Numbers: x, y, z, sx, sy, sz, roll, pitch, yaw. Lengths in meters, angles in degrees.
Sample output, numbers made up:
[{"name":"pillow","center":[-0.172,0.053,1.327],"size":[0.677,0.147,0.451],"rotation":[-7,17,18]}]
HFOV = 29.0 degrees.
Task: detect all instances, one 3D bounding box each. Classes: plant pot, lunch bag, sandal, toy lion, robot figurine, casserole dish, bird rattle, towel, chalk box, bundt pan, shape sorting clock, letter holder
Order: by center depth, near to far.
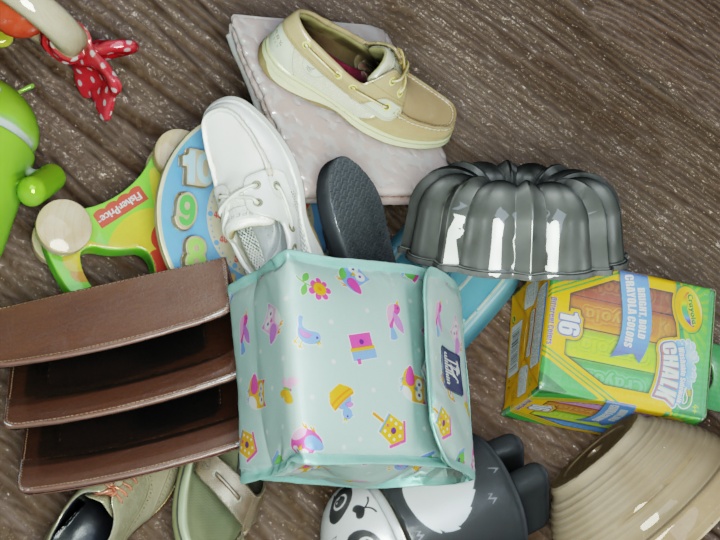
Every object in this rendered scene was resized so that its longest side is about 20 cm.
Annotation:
[{"name":"lunch bag","center":[0.008,0.083,1.089],"size":[0.199,0.122,0.172],"rotation":[7,68,-32]},{"name":"letter holder","center":[-0.190,0.087,1.125],"size":[0.198,0.101,0.142],"rotation":[-13,34,-1]},{"name":"sandal","center":[-0.113,0.174,1.176],"size":[0.080,0.057,0.202],"rotation":[23,60,-50]},{"name":"plant pot","center":[0.227,0.188,1.177],"size":[0.201,0.201,0.093],"rotation":[-40,86,-20]},{"name":"robot figurine","center":[0.063,0.211,1.179],"size":[0.199,0.150,0.126],"rotation":[-21,91,-17]},{"name":"bundt pan","center":[0.133,-0.049,1.191],"size":[0.200,0.202,0.076],"rotation":[0,103,-11]},{"name":"sandal","center":[0.000,0.001,1.193],"size":[0.076,0.043,0.201],"rotation":[-46,123,-49]},{"name":"robot figurine","center":[-0.346,-0.082,1.195],"size":[0.174,0.116,0.201],"rotation":[13,70,1]},{"name":"shape sorting clock","center":[-0.087,-0.044,1.230],"size":[0.199,0.039,0.202],"rotation":[8,73,-29]},{"name":"bird rattle","center":[-0.294,-0.221,1.235],"size":[0.200,0.163,0.113],"rotation":[42,88,13]},{"name":"toy lion","center":[-0.164,-0.012,1.241],"size":[0.199,0.069,0.192],"rotation":[-34,90,-23]},{"name":"chalk box","center":[0.243,0.079,1.258],"size":[0.198,0.124,0.126],"rotation":[10,71,-8]},{"name":"towel","center":[-0.016,-0.144,1.274],"size":[0.190,0.032,0.201],"rotation":[-3,61,-38]},{"name":"casserole dish","center":[0.071,0.012,1.291],"size":[0.121,0.039,0.200],"rotation":[42,69,3]}]

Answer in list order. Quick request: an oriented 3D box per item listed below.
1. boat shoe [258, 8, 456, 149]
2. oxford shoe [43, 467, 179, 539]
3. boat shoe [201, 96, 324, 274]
[{"name":"boat shoe","center":[0.009,-0.170,1.240],"size":[0.199,0.066,0.074],"rotation":[19,48,-25]},{"name":"oxford shoe","center":[-0.199,0.185,1.162],"size":[0.070,0.075,0.201],"rotation":[32,68,1]},{"name":"boat shoe","center":[-0.085,-0.048,1.159],"size":[0.069,0.071,0.201],"rotation":[-30,96,-59]}]
